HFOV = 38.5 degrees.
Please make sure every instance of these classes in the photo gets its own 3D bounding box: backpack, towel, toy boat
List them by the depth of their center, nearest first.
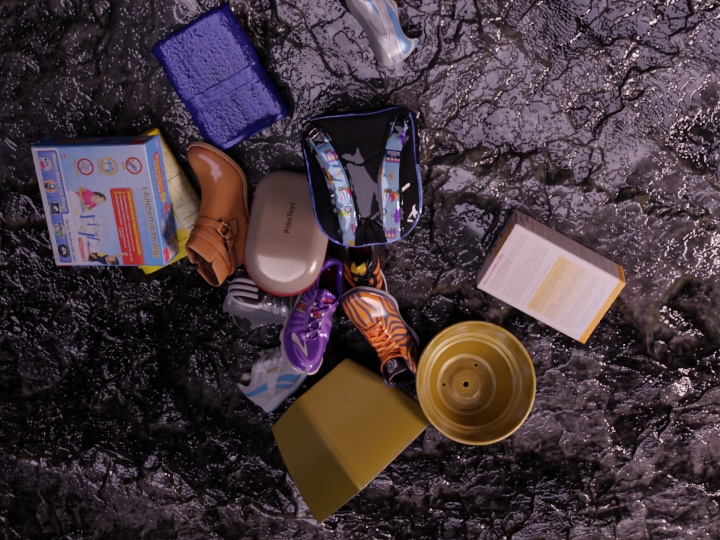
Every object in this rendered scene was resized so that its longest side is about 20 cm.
[{"bbox_3d":[0.007,-0.143,1.561,0.182,0.135,0.201,-8,101,1],"label":"backpack"},{"bbox_3d":[-0.216,-0.297,1.606,0.147,0.050,0.201,-26,109,15],"label":"towel"},{"bbox_3d":[-0.114,-0.054,1.654,0.130,0.131,0.201,10,73,1],"label":"toy boat"}]

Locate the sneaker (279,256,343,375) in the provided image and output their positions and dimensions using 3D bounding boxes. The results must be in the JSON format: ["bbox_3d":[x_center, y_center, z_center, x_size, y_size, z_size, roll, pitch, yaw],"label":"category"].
[{"bbox_3d":[-0.074,0.067,1.659,0.080,0.201,0.083,17,160,-17],"label":"sneaker"}]

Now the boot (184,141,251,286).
[{"bbox_3d":[-0.236,-0.089,1.623,0.074,0.155,0.200,-12,123,47],"label":"boot"}]

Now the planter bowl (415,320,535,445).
[{"bbox_3d":[0.183,0.187,1.708,0.199,0.083,0.202,1,81,-7],"label":"planter bowl"}]

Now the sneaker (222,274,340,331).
[{"bbox_3d":[-0.140,0.069,1.748,0.199,0.075,0.116,18,145,-17],"label":"sneaker"}]

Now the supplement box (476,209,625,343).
[{"bbox_3d":[0.300,0.009,1.636,0.199,0.074,0.126,28,115,-4],"label":"supplement box"}]

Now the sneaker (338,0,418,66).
[{"bbox_3d":[0.014,-0.400,1.519,0.072,0.072,0.201,-34,100,-15],"label":"sneaker"}]

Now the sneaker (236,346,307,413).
[{"bbox_3d":[-0.137,0.165,1.762,0.081,0.077,0.200,36,123,-11],"label":"sneaker"}]

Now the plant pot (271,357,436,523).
[{"bbox_3d":[-0.031,0.270,1.719,0.176,0.200,0.200,47,144,6],"label":"plant pot"}]

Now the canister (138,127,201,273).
[{"bbox_3d":[-0.340,-0.115,1.681,0.148,0.087,0.201,-24,106,20],"label":"canister"}]

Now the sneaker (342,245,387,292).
[{"bbox_3d":[0.000,0.000,1.672,0.070,0.090,0.201,-1,113,10],"label":"sneaker"}]

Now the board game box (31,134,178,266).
[{"bbox_3d":[-0.400,-0.109,1.621,0.195,0.056,0.201,1,112,14],"label":"board game box"}]

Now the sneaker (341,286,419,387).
[{"bbox_3d":[0.043,0.114,1.668,0.077,0.112,0.200,-31,129,21],"label":"sneaker"}]
